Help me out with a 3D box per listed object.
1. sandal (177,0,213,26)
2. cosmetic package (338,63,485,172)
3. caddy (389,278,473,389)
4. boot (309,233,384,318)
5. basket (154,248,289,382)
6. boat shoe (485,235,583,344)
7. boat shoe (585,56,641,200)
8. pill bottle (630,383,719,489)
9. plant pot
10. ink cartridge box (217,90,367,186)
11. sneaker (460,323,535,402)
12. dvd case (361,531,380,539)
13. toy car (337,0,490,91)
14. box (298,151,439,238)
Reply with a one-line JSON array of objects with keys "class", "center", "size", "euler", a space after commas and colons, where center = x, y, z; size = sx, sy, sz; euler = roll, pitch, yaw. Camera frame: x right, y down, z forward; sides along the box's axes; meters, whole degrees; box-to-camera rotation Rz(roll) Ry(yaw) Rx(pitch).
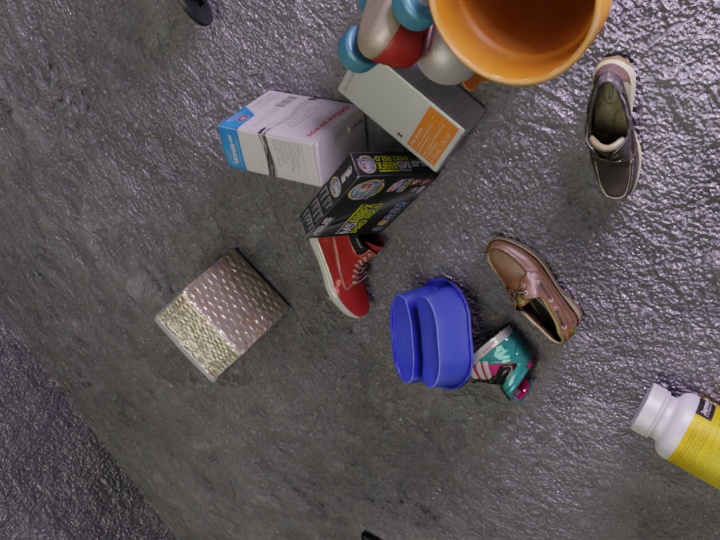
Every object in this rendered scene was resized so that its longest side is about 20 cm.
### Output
[{"class": "sandal", "center": [-0.285, -0.495, 1.259], "size": [0.048, 0.075, 0.201], "euler": [-11, 118, 25]}, {"class": "cosmetic package", "center": [0.074, -0.255, 1.159], "size": [0.200, 0.071, 0.102], "euler": [40, 141, 5]}, {"class": "caddy", "center": [0.133, 0.116, 1.383], "size": [0.141, 0.104, 0.202], "euler": [1, 98, 52]}, {"class": "boot", "center": [0.000, 0.000, 1.451], "size": [0.144, 0.072, 0.201], "euler": [-5, 117, 41]}, {"class": "basket", "center": [-0.299, 0.091, 1.690], "size": [0.200, 0.198, 0.161], "euler": [47, 137, -3]}, {"class": "boat shoe", "center": [0.272, 0.031, 1.243], "size": [0.200, 0.068, 0.072], "euler": [44, 142, 2]}, {"class": "boat shoe", "center": [0.325, -0.174, 1.019], "size": [0.073, 0.065, 0.201], "euler": [7, 129, 34]}, {"class": "pill bottle", "center": [0.525, 0.259, 1.193], "size": [0.199, 0.111, 0.112], "euler": [28, 138, 18]}, {"class": "plant pot", "center": [0.205, -0.340, 0.882], "size": [0.199, 0.183, 0.201], "euler": [23, 136, 24]}, {"class": "ink cartridge box", "center": [-0.109, -0.221, 1.286], "size": [0.199, 0.146, 0.085], "euler": [17, 133, 30]}, {"class": "sneaker", "center": [0.246, 0.191, 1.401], "size": [0.121, 0.083, 0.200], "euler": [48, 140, 10]}, {"class": "dvd case", "center": [0.070, 0.809, 2.143], "size": [0.142, 0.018, 0.201], "euler": [21, 136, 27]}, {"class": "toy car", "center": [0.105, -0.326, 1.040], "size": [0.199, 0.178, 0.184], "euler": [25, 161, -23]}, {"class": "box", "center": [0.011, -0.121, 1.264], "size": [0.200, 0.159, 0.045], "euler": [-43, 61, 50]}]
